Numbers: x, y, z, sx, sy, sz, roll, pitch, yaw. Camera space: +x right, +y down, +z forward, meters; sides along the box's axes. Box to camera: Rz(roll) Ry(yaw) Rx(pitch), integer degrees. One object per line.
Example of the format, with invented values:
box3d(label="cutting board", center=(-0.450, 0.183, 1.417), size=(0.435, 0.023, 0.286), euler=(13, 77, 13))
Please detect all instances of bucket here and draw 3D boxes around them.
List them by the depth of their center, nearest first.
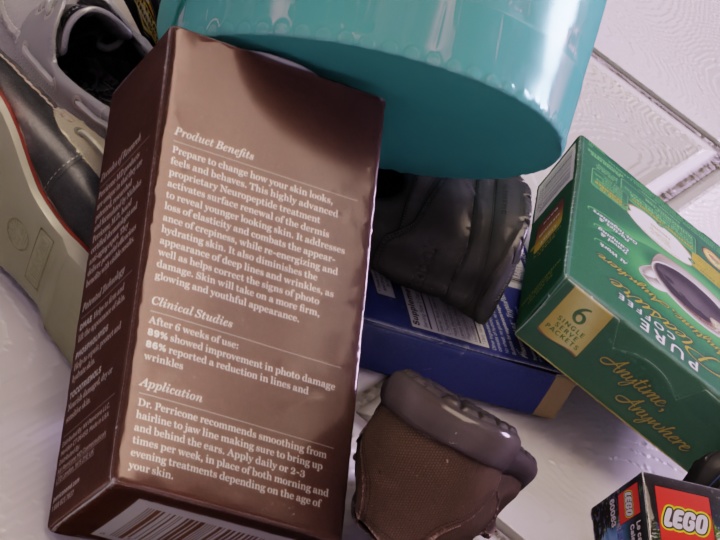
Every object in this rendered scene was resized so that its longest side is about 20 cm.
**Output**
box3d(label="bucket", center=(0.015, -0.131, 1.090), size=(0.207, 0.207, 0.135), euler=(19, 76, -21))

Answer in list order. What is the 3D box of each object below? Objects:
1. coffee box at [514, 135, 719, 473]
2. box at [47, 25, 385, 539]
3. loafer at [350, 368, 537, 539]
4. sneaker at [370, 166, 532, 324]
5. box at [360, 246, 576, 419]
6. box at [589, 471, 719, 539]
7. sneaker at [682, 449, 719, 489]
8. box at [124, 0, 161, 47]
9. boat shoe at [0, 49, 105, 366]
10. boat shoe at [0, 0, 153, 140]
box3d(label="coffee box", center=(0.138, 0.014, 1.257), size=(0.123, 0.044, 0.200), euler=(38, 22, -10))
box3d(label="box", center=(-0.056, 0.014, 1.002), size=(0.100, 0.075, 0.201), euler=(18, 62, -22))
box3d(label="loafer", center=(0.022, 0.086, 1.011), size=(0.073, 0.071, 0.200), euler=(29, -5, 11))
box3d(label="sneaker", center=(0.033, -0.055, 1.217), size=(0.090, 0.076, 0.200), euler=(17, 27, -8))
box3d(label="box", center=(0.000, 0.000, 1.201), size=(0.199, 0.032, 0.121), euler=(18, 31, -25))
box3d(label="box", center=(0.187, 0.165, 0.983), size=(0.199, 0.038, 0.137), euler=(14, 55, -27))
box3d(label="sneaker", center=(0.176, 0.138, 1.106), size=(0.111, 0.077, 0.200), euler=(38, 29, 8))
box3d(label="box", center=(-0.023, -0.163, 1.241), size=(0.199, 0.046, 0.159), euler=(-17, 67, -23))
box3d(label="boat shoe", center=(-0.124, -0.028, 1.084), size=(0.062, 0.071, 0.200), euler=(-19, 61, -36))
box3d(label="boat shoe", center=(-0.125, -0.094, 1.167), size=(0.072, 0.069, 0.200), euler=(-13, 41, -19))
